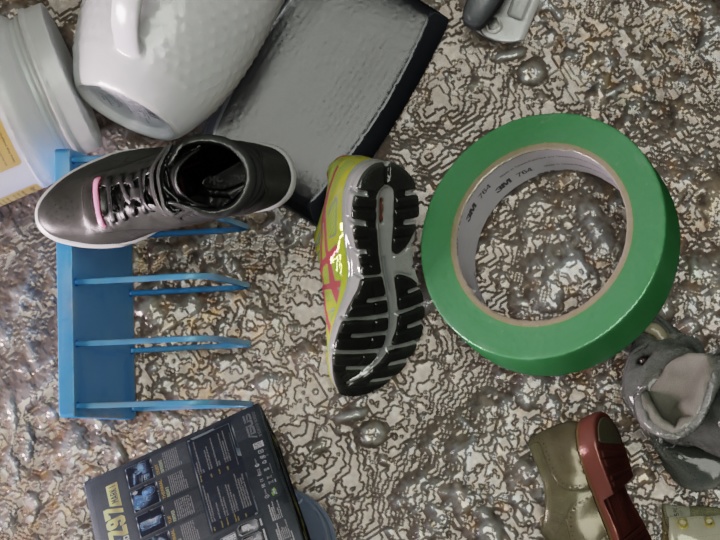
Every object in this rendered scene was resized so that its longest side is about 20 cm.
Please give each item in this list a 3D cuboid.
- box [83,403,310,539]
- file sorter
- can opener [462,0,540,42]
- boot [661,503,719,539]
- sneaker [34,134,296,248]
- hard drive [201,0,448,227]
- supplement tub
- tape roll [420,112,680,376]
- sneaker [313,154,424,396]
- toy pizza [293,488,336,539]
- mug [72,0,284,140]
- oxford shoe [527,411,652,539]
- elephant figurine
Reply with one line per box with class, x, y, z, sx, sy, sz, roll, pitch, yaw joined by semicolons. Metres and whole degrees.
box;-0.120;0.205;1.680;0.157;0.200;0.051;-24;125;0
file sorter;-0.155;0.011;1.707;0.121;0.139;0.202;-3;85;13
can opener;0.140;-0.276;1.771;0.052;0.066;0.202;22;82;5
boot;0.312;0.186;1.721;0.153;0.072;0.202;5;86;5
sneaker;-0.152;-0.061;1.594;0.198;0.099;0.071;-9;86;10
hard drive;-0.031;-0.153;1.774;0.134;0.042;0.201;33;87;5
supplement tub;-0.316;-0.114;1.731;0.198;0.145;0.146;-23;85;0
tape roll;0.146;-0.021;1.716;0.199;0.048;0.202;-8;69;21
sneaker;0.000;0.000;1.744;0.077;0.090;0.202;-4;111;-28
toy pizza;-0.106;0.246;1.694;0.199;0.201;0.032;-27;126;0
mug;-0.147;-0.207;1.692;0.147;0.200;0.177;22;76;12
oxford shoe;0.184;0.215;1.735;0.074;0.070;0.202;-14;86;28
elephant figurine;0.261;0.099;1.685;0.198;0.155;0.143;-11;108;23
